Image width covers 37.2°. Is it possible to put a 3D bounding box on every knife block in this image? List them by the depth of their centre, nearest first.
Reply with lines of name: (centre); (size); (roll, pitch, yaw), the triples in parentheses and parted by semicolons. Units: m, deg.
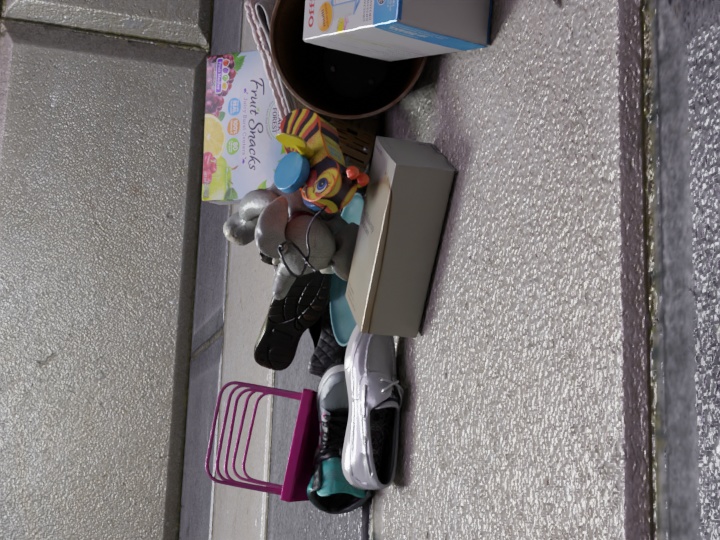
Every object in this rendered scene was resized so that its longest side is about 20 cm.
knife block: (-0.038, -0.128, 1.451); (0.201, 0.063, 0.177); (-80, 12, -61)

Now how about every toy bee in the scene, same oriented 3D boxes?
toy bee: (-0.035, -0.105, 1.214); (0.108, 0.130, 0.203); (-24, 75, 31)

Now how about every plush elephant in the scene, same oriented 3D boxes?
plush elephant: (-0.074, -0.039, 1.323); (0.201, 0.163, 0.156); (-54, 20, 41)

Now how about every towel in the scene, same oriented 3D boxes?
towel: (-0.078, -0.303, 1.400); (0.192, 0.032, 0.202); (-65, -34, -46)

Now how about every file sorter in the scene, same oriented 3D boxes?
file sorter: (-0.118, 0.227, 1.442); (0.200, 0.123, 0.141); (54, -133, -76)

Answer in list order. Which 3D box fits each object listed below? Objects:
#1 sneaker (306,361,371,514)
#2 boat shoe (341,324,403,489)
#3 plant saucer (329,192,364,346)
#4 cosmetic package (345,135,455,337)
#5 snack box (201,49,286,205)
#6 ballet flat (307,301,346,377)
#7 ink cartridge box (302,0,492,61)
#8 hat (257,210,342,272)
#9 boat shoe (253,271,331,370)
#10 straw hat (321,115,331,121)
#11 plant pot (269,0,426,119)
sneaker: (-0.026, 0.227, 1.340); (0.121, 0.082, 0.203); (-101, 14, -59)
boat shoe: (0.020, 0.154, 1.248); (0.068, 0.071, 0.204); (-4, 74, 53)
plant saucer: (0.000, 0.000, 1.416); (0.200, 0.035, 0.204); (-174, 90, -74)
cosmetic package: (0.041, -0.038, 1.211); (0.104, 0.072, 0.203); (-118, 35, -65)
snack box: (-0.143, -0.195, 1.460); (0.053, 0.140, 0.204); (10, -101, -65)
ballet flat: (-0.061, 0.086, 1.569); (0.201, 0.056, 0.067); (-112, 32, -59)
ink cartridge box: (0.031, -0.300, 1.127); (0.199, 0.124, 0.131); (5, 91, 54)
hat: (-0.111, -0.054, 1.645); (0.199, 0.080, 0.204); (7, 100, 49)
boat shoe: (-0.100, 0.055, 1.547); (0.201, 0.075, 0.074); (-57, 14, 35)
straw hat: (-0.071, -0.235, 1.535); (0.085, 0.199, 0.205); (11, 96, 53)
plant pot: (-0.011, -0.272, 1.324); (0.200, 0.183, 0.190); (-55, -29, -88)
